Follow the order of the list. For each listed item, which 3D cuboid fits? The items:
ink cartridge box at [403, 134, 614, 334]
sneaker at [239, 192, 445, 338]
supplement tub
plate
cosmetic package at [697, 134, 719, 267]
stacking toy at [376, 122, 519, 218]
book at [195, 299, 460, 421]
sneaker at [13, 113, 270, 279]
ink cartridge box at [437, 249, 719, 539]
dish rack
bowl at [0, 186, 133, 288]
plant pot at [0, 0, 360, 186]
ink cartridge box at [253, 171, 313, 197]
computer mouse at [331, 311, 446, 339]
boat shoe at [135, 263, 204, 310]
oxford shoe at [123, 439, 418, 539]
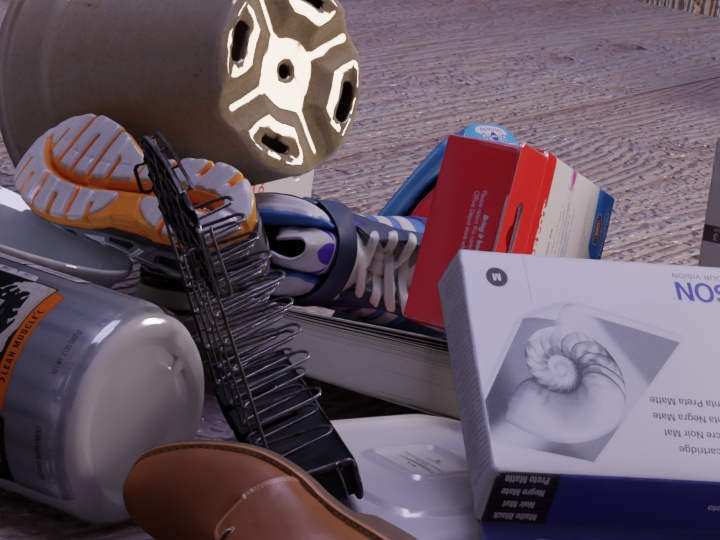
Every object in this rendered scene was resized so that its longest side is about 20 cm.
[{"bbox_3d":[0.088,-0.012,1.704,0.067,0.117,0.200,12,-5,22],"label":"ink cartridge box"},{"bbox_3d":[0.000,0.000,1.805,0.199,0.081,0.146,15,6,10],"label":"sneaker"},{"bbox_3d":[-0.195,0.055,1.529,0.199,0.123,0.122,16,16,33],"label":"supplement tub"},{"bbox_3d":[0.035,0.121,1.583,0.199,0.033,0.199,-2,16,-39],"label":"plate"},{"bbox_3d":[0.276,0.013,1.803,0.112,0.202,0.081,10,12,20],"label":"cosmetic package"},{"bbox_3d":[0.110,0.005,1.897,0.200,0.110,0.116,50,22,19],"label":"stacking toy"},{"bbox_3d":[0.011,0.057,1.780,0.199,0.048,0.134,13,0,19],"label":"book"},{"bbox_3d":[-0.139,-0.036,1.755,0.199,0.078,0.077,22,-23,36],"label":"sneaker"},{"bbox_3d":[0.150,0.085,1.521,0.198,0.041,0.201,3,56,-18],"label":"ink cartridge box"},{"bbox_3d":[-0.065,0.022,1.502,0.054,0.201,0.153,-21,27,-10],"label":"dish rack"},{"bbox_3d":[-0.249,0.001,1.738,0.200,0.091,0.201,22,9,-4],"label":"bowl"},{"bbox_3d":[-0.108,-0.125,1.840,0.183,0.202,0.200,-1,4,44],"label":"plant pot"},{"bbox_3d":[-0.128,-0.093,2.176,0.199,0.118,0.067,-5,16,-42],"label":"ink cartridge box"},{"bbox_3d":[0.034,0.017,1.970,0.199,0.046,0.140,-5,21,-44],"label":"computer mouse"},{"bbox_3d":[-0.123,-0.024,2.016,0.071,0.061,0.201,7,14,-1],"label":"boat shoe"},{"bbox_3d":[-0.052,0.137,1.397,0.199,0.072,0.071,19,23,35],"label":"oxford shoe"}]
